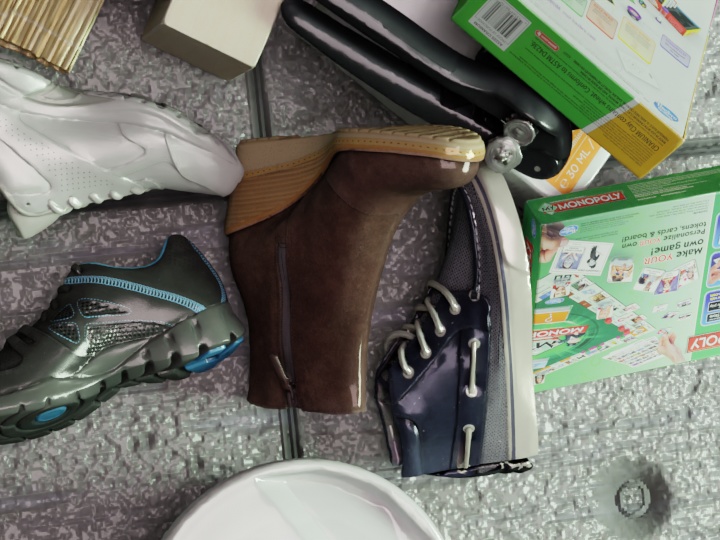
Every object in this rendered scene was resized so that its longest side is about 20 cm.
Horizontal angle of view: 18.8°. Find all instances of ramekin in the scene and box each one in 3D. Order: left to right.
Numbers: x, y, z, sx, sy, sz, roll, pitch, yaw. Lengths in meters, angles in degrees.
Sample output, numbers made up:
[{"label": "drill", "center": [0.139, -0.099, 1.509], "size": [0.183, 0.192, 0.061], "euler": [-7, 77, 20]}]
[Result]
[{"label": "ramekin", "center": [-0.044, 0.212, 1.306], "size": [0.201, 0.094, 0.204], "euler": [1, 88, -15]}]

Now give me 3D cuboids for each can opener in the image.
[{"label": "can opener", "center": [0.043, -0.116, 1.295], "size": [0.199, 0.079, 0.064], "euler": [24, 123, -10]}]

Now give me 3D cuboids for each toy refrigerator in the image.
[{"label": "toy refrigerator", "center": [-0.059, -0.221, 1.326], "size": [0.070, 0.076, 0.201], "euler": [24, 81, -14]}]

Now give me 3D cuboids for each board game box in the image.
[{"label": "board game box", "center": [0.144, -0.165, 1.336], "size": [0.153, 0.040, 0.200], "euler": [39, 36, -10]}, {"label": "board game box", "center": [0.195, 0.002, 1.377], "size": [0.198, 0.029, 0.135], "euler": [-10, 129, -17]}]

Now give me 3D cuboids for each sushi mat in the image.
[{"label": "sushi mat", "center": [-0.176, -0.225, 1.312], "size": [0.095, 0.012, 0.201], "euler": [24, 81, 5]}]

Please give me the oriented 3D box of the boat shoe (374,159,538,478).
[{"label": "boat shoe", "center": [0.054, 0.036, 1.340], "size": [0.092, 0.075, 0.202], "euler": [-9, 102, -13]}]

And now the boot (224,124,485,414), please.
[{"label": "boot", "center": [0.000, 0.000, 1.284], "size": [0.072, 0.199, 0.168], "euler": [-7, 93, -46]}]

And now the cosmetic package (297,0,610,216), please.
[{"label": "cosmetic package", "center": [0.072, -0.131, 1.363], "size": [0.200, 0.071, 0.102], "euler": [37, 79, -11]}]

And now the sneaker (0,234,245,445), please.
[{"label": "sneaker", "center": [-0.172, 0.044, 1.297], "size": [0.199, 0.073, 0.082], "euler": [-20, 77, -21]}]

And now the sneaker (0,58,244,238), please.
[{"label": "sneaker", "center": [-0.171, -0.063, 1.297], "size": [0.198, 0.078, 0.100], "euler": [14, 91, -6]}]
